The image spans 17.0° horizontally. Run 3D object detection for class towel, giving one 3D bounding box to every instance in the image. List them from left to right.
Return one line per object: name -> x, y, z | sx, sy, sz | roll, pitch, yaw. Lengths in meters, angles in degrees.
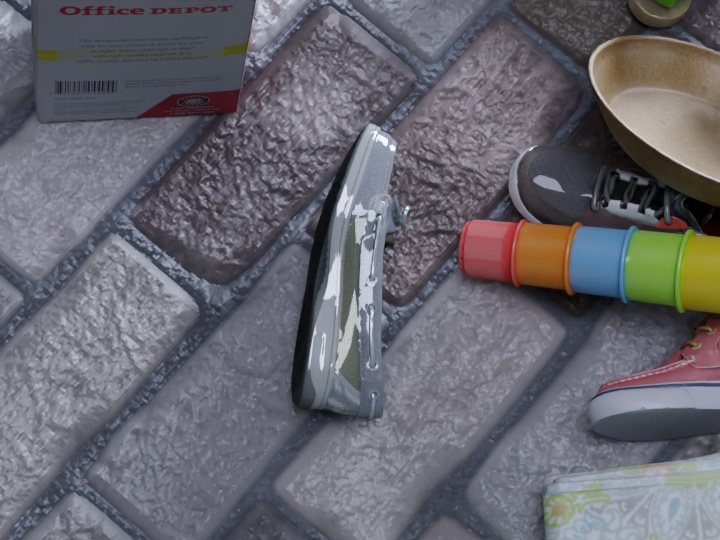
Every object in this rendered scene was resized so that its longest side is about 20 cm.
towel -> 0.213, 0.222, 1.595 | 0.170, 0.048, 0.201 | -7, 75, 3

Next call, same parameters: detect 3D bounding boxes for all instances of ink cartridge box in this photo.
ink cartridge box -> -0.148, -0.179, 1.617 | 0.144, 0.200, 0.084 | -2, 71, -9

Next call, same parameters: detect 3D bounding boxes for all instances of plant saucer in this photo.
plant saucer -> 0.246, -0.096, 1.688 | 0.199, 0.036, 0.201 | 17, 32, -11

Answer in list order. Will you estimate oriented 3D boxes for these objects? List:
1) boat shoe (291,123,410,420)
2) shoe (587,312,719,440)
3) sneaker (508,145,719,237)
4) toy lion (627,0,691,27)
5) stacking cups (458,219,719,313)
boat shoe -> 0.000, 0.000, 1.646 | 0.064, 0.074, 0.203 | 13, 73, -9
shoe -> 0.245, 0.060, 1.660 | 0.199, 0.072, 0.092 | -5, 69, -15
sneaker -> 0.203, -0.049, 1.683 | 0.199, 0.082, 0.077 | 19, 69, -1
toy lion -> 0.218, -0.291, 1.787 | 0.199, 0.069, 0.192 | 30, 63, 4
stacking cups -> 0.167, -0.002, 1.650 | 0.199, 0.061, 0.061 | 5, 68, 21
